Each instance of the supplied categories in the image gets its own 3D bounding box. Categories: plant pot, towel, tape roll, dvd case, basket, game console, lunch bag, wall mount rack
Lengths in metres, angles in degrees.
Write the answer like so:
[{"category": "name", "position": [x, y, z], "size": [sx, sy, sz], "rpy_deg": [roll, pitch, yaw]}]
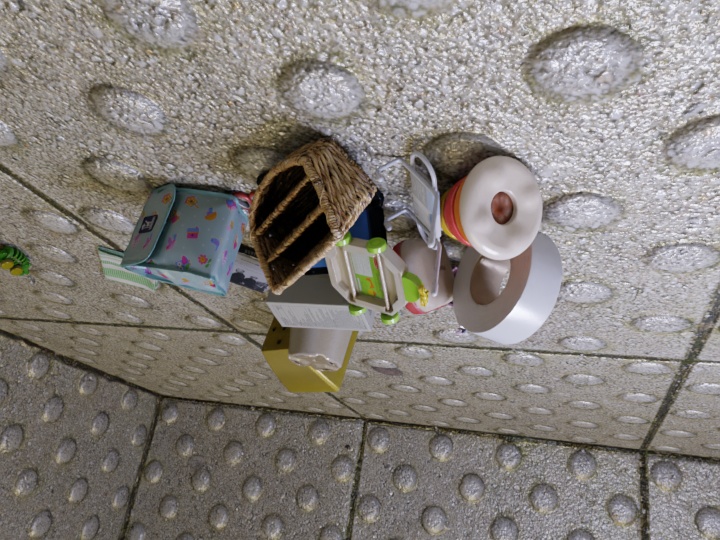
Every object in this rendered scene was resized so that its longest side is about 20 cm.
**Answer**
[{"category": "plant pot", "position": [-0.152, 0.203, 1.636], "size": [0.198, 0.202, 0.176], "rpy_deg": [-10, 139, 40]}, {"category": "towel", "position": [-0.604, 0.001, 1.561], "size": [0.151, 0.024, 0.200], "rpy_deg": [17, 157, -13]}, {"category": "tape roll", "position": [0.242, 0.019, 1.008], "size": [0.070, 0.205, 0.202], "rpy_deg": [20, 156, -24]}, {"category": "dvd case", "position": [-0.261, -0.001, 1.405], "size": [0.149, 0.025, 0.199], "rpy_deg": [21, 154, -23]}, {"category": "basket", "position": [-0.099, -0.089, 0.907], "size": [0.143, 0.150, 0.199], "rpy_deg": [44, 136, -11]}, {"category": "game console", "position": [-0.065, -0.083, 1.012], "size": [0.197, 0.118, 0.176], "rpy_deg": [-4, 154, 29]}, {"category": "plant pot", "position": [-0.094, 0.138, 1.452], "size": [0.197, 0.186, 0.201], "rpy_deg": [8, 157, 3]}, {"category": "lunch bag", "position": [-0.329, -0.061, 1.103], "size": [0.197, 0.173, 0.122], "rpy_deg": [12, 161, 7]}, {"category": "wall mount rack", "position": [0.089, -0.070, 0.899], "size": [0.074, 0.174, 0.201], "rpy_deg": [-28, 144, -11]}]

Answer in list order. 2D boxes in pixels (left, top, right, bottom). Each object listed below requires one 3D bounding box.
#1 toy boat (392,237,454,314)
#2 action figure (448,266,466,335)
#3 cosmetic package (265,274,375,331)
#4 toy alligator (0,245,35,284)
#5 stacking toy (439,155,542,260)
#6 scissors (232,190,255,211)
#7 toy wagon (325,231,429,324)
[{"category": "toy boat", "position": [0.092, 0.016, 1.093], "size": [0.129, 0.132, 0.199], "rpy_deg": [-19, 175, 29]}, {"category": "action figure", "position": [0.218, 0.043, 1.254], "size": [0.149, 0.134, 0.199], "rpy_deg": [-46, 149, 13]}, {"category": "cosmetic package", "position": [-0.075, 0.064, 1.191], "size": [0.197, 0.074, 0.104], "rpy_deg": [3, 147, 18]}, {"category": "toy alligator", "position": [-0.921, -0.021, 1.612], "size": [0.054, 0.060, 0.201], "rpy_deg": [-31, 156, -7]}, {"category": "stacking toy", "position": [0.168, -0.094, 0.926], "size": [0.145, 0.148, 0.199], "rpy_deg": [21, 174, -25]}, {"category": "scissors", "position": [-0.191, -0.099, 1.162], "size": [0.072, 0.014, 0.201], "rpy_deg": [4, 155, 12]}, {"category": "toy wagon", "position": [0.030, 0.015, 0.977], "size": [0.198, 0.040, 0.157], "rpy_deg": [13, 131, 33]}]
